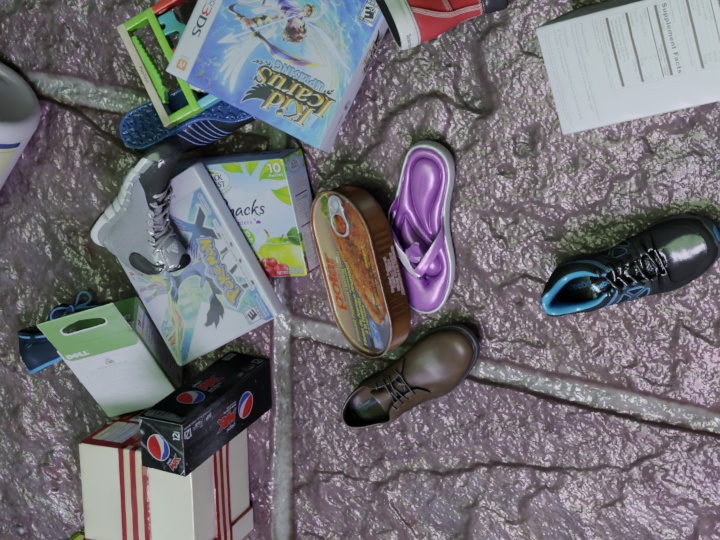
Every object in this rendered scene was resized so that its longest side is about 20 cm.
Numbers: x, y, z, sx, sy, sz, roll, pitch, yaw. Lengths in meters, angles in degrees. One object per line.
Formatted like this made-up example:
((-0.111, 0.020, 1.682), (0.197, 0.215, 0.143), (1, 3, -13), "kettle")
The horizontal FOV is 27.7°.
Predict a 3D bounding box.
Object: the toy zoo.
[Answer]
((-0.160, -0.263, 1.631), (0.200, 0.020, 0.132), (-28, 84, 12), "toy zoo")

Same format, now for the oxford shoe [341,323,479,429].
((0.056, 0.131, 1.675), (0.200, 0.084, 0.073), (-40, 87, 32), "oxford shoe")

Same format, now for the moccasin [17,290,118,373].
((-0.382, 0.076, 1.887), (0.200, 0.080, 0.068), (-25, 92, 32), "moccasin")

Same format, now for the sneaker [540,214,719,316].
((0.278, 0.005, 1.508), (0.200, 0.082, 0.073), (-25, 95, 31), "sneaker")

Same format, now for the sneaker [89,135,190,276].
((-0.226, -0.061, 1.674), (0.116, 0.075, 0.200), (47, 137, 3), "sneaker")

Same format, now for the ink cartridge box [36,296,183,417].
((-0.304, 0.092, 1.792), (0.103, 0.059, 0.200), (-14, 137, 13), "ink cartridge box")

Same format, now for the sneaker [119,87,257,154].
((-0.177, -0.183, 1.688), (0.199, 0.078, 0.070), (-16, 82, 10), "sneaker")

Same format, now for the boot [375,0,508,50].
((0.071, -0.332, 1.503), (0.144, 0.072, 0.201), (-22, 67, -4), "boot")

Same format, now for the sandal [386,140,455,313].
((0.061, -0.044, 1.622), (0.082, 0.050, 0.203), (10, 114, 24), "sandal")

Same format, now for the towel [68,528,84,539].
((-0.355, 0.391, 2.032), (0.200, 0.018, 0.086), (-37, 89, 34), "towel")

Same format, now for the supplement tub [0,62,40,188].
((-0.502, -0.155, 1.819), (0.145, 0.145, 0.200), (44, 122, 6), "supplement tub")

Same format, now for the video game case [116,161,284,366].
((-0.202, -0.004, 1.732), (0.182, 0.022, 0.200), (-27, 94, 37), "video game case")

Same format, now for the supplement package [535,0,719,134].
((0.289, -0.212, 1.399), (0.199, 0.114, 0.110), (-10, 103, 31), "supplement package")

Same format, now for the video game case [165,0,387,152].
((-0.085, -0.253, 1.577), (0.199, 0.045, 0.182), (27, 97, 13), "video game case")

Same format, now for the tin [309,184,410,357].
((0.000, 0.000, 1.658), (0.112, 0.042, 0.201), (4, 113, 49), "tin")

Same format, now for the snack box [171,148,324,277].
((-0.149, -0.064, 1.722), (0.199, 0.053, 0.143), (-3, 107, 31), "snack box")

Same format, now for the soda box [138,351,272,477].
((-0.182, 0.169, 1.744), (0.063, 0.200, 0.071), (10, 114, 26), "soda box")

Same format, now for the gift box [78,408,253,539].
((-0.251, 0.281, 1.842), (0.199, 0.184, 0.188), (5, 106, 26), "gift box")
